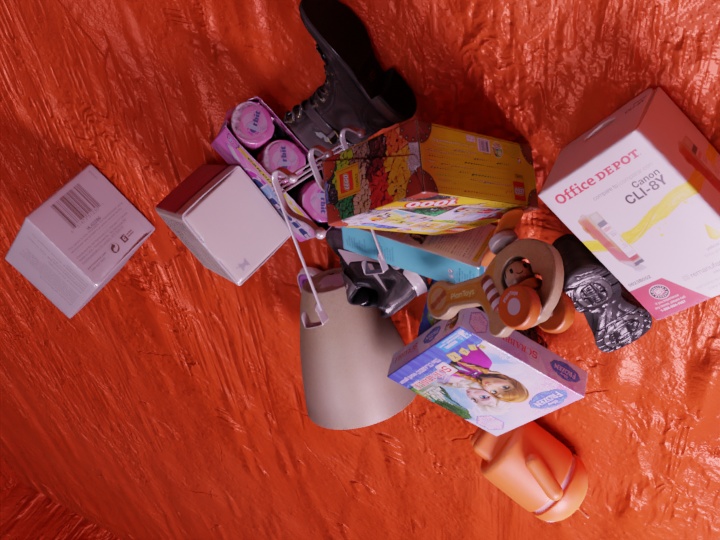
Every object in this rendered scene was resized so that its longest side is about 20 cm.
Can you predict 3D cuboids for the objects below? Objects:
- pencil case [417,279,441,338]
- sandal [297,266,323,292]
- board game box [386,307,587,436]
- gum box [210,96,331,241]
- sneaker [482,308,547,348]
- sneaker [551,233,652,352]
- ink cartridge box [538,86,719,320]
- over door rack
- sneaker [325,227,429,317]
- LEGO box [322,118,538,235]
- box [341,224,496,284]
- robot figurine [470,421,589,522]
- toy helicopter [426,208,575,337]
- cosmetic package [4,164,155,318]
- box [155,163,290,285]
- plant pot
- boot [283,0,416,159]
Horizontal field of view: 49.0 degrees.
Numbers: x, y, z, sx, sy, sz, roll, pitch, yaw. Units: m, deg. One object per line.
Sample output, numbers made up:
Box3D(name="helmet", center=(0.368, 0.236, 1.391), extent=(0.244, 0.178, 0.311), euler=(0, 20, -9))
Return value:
Box3D(name="pencil case", center=(0.126, 0.072, 1.114), extent=(0.087, 0.077, 0.202), euler=(52, 152, 32))
Box3D(name="sandal", center=(-0.064, 0.082, 1.306), extent=(0.081, 0.050, 0.204), euler=(4, 132, 36))
Box3D(name="board game box", center=(0.167, 0.142, 1.074), extent=(0.198, 0.042, 0.200), euler=(29, 145, -12))
Box3D(name="gum box", center=(-0.112, -0.138, 1.075), extent=(0.200, 0.066, 0.113), euler=(47, 163, -12))
Box3D(name="sneaker", center=(0.210, 0.079, 1.072), extent=(0.094, 0.080, 0.201), euler=(13, 145, 14))
Box3D(name="sneaker", center=(0.287, 0.025, 0.944), extent=(0.075, 0.092, 0.200), euler=(-29, 135, 15))
Box3D(name="ink cartridge box", center=(0.307, -0.064, 0.821), extent=(0.200, 0.084, 0.145), euler=(44, 143, -8))
Box3D(name="over door rack", center=(-0.022, -0.051, 0.937), extent=(0.066, 0.147, 0.203), euler=(9, 122, 36))
Box3D(name="sneaker", center=(0.000, 0.000, 1.096), extent=(0.199, 0.090, 0.067), euler=(35, 163, 41))
Box3D(name="LEGO box", center=(0.080, -0.096, 0.883), extent=(0.148, 0.198, 0.079), euler=(-15, 77, 46))
Box3D(name="box", center=(0.079, -0.041, 1.034), extent=(0.198, 0.083, 0.050), euler=(19, 139, 24))
Box3D(name="robot figurine", center=(0.264, 0.303, 1.210), extent=(0.199, 0.117, 0.144), euler=(37, 143, 1))
Box3D(name="toy helicopter", center=(0.147, 0.012, 0.906), extent=(0.078, 0.135, 0.199), euler=(7, 165, -38))
Box3D(name="cosmetic package", center=(-0.512, -0.050, 1.439), extent=(0.166, 0.168, 0.199), euler=(45, 143, -11))
Box3D(name="box", center=(-0.204, -0.073, 1.151), extent=(0.128, 0.109, 0.199), euler=(52, 165, -22))
Box3D(name="plant pot", center=(-0.019, 0.104, 1.211), extent=(0.185, 0.187, 0.203), euler=(1, 114, 38))
Box3D(name="boot", center=(-0.042, -0.216, 0.963), extent=(0.200, 0.070, 0.173), euler=(48, 141, -16))
